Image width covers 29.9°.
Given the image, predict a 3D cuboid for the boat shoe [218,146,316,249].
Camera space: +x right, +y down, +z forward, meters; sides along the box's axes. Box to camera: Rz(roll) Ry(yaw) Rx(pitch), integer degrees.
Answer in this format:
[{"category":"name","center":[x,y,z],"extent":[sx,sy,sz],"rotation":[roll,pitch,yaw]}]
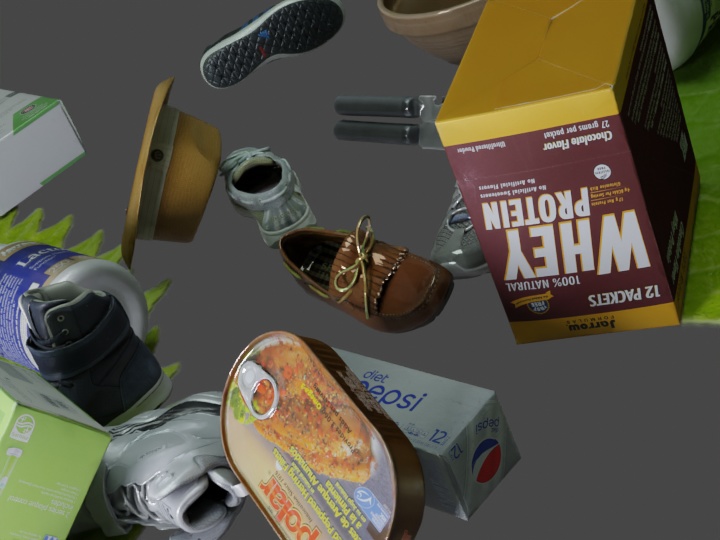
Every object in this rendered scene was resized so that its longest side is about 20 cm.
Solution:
[{"category":"boat shoe","center":[-0.099,-0.088,1.365],"extent":[0.074,0.065,0.202],"rotation":[-26,29,-4]}]

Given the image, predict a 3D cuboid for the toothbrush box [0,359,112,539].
[{"category":"toothbrush box","center":[-0.281,0.174,0.974],"extent":[0.145,0.086,0.202],"rotation":[21,86,52]}]

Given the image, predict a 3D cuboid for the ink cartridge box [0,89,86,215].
[{"category":"ink cartridge box","center":[-0.466,-0.156,1.719],"extent":[0.146,0.085,0.199],"rotation":[-40,33,-26]}]

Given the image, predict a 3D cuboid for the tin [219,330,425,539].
[{"category":"tin","center":[-0.029,0.126,0.922],"extent":[0.113,0.042,0.200],"rotation":[-56,48,16]}]

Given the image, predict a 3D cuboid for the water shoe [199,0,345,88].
[{"category":"water shoe","center":[-0.116,-0.302,1.708],"extent":[0.198,0.072,0.079],"rotation":[-24,28,-1]}]

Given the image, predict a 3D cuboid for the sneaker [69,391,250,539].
[{"category":"sneaker","center":[-0.167,0.166,1.004],"extent":[0.198,0.076,0.115],"rotation":[-23,27,-3]}]

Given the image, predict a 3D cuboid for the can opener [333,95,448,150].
[{"category":"can opener","center":[0.059,-0.153,1.386],"extent":[0.066,0.054,0.198],"rotation":[-7,11,-44]}]

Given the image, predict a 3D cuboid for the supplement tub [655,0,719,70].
[{"category":"supplement tub","center":[0.300,-0.297,1.323],"extent":[0.144,0.146,0.200],"rotation":[6,41,41]}]

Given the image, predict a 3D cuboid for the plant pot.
[{"category":"plant pot","center":[0.126,-0.292,1.495],"extent":[0.198,0.094,0.202],"rotation":[-19,30,11]}]

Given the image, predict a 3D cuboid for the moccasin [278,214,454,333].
[{"category":"moccasin","center":[0.001,-0.001,1.129],"extent":[0.074,0.078,0.201],"rotation":[-56,37,-6]}]

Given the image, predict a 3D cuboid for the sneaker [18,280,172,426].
[{"category":"sneaker","center":[-0.265,0.100,1.114],"extent":[0.202,0.147,0.076],"rotation":[-42,36,-26]}]

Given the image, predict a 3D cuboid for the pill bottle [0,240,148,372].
[{"category":"pill bottle","center":[-0.297,0.035,1.266],"extent":[0.198,0.117,0.116],"rotation":[12,45,46]}]

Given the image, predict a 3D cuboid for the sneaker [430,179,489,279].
[{"category":"sneaker","center":[0.101,-0.068,1.170],"extent":[0.074,0.083,0.201],"rotation":[-6,35,28]}]

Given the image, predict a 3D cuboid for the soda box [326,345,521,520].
[{"category":"soda box","center":[0.015,0.111,0.971],"extent":[0.198,0.064,0.068],"rotation":[10,44,45]}]

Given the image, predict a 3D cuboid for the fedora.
[{"category":"fedora","center":[-0.190,-0.094,1.380],"extent":[0.081,0.203,0.202],"rotation":[13,30,-9]}]

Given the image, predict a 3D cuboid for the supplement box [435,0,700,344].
[{"category":"supplement box","center":[0.168,-0.089,1.035],"extent":[0.131,0.202,0.198],"rotation":[-8,33,25]}]
